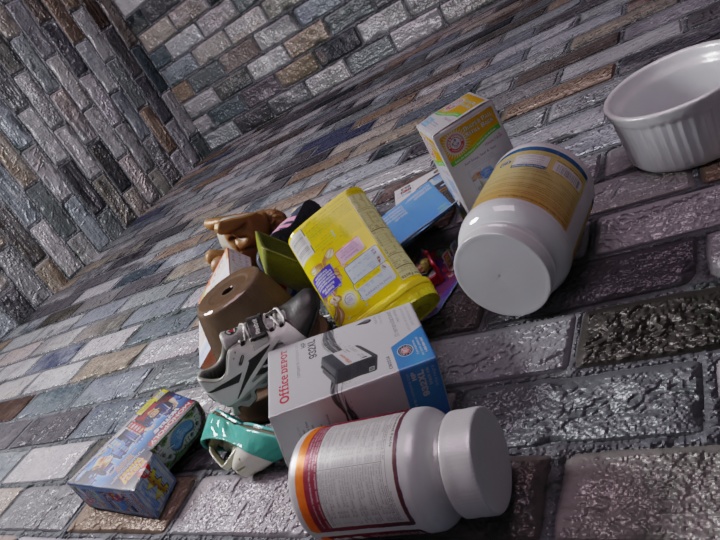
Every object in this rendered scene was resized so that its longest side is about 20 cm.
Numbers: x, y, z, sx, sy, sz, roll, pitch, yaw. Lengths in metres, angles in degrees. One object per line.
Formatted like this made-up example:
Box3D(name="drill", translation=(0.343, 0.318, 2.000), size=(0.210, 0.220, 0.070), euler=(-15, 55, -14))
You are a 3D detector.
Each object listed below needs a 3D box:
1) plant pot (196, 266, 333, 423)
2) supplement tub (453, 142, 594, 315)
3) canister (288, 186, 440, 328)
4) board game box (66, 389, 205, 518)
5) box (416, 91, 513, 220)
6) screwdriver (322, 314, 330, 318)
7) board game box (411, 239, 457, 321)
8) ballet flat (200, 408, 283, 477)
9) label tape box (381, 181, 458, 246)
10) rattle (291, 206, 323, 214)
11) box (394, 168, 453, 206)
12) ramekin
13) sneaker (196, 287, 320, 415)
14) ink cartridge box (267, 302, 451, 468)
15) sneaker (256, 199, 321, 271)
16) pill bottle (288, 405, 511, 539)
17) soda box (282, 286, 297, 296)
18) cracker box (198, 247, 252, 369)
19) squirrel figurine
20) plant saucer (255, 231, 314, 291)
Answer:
Box3D(name="plant pot", translation=(-0.152, 0.095, 0.953), size=(0.197, 0.177, 0.201), euler=(-26, 24, 13))
Box3D(name="supplement tub", translation=(0.210, -0.056, 0.807), size=(0.143, 0.146, 0.201), euler=(-11, 31, 41))
Box3D(name="canister", translation=(0.000, 0.000, 0.897), size=(0.147, 0.087, 0.202), euler=(-36, 66, 6))
Box3D(name="board game box", translation=(-0.319, 0.284, 0.949), size=(0.198, 0.062, 0.200), euler=(0, 40, 51))
Box3D(name="box", translation=(0.181, -0.154, 0.965), size=(0.100, 0.202, 0.113), euler=(-30, 23, 4))
Box3D(name="screwdriver", translation=(-0.119, 0.097, 1.096), size=(0.197, 0.028, 0.030), euler=(-10, 62, 42))
Box3D(name="board game box", translation=(0.082, 0.010, 0.980), size=(0.156, 0.039, 0.201), euler=(-7, 34, 46))
Box3D(name="ballet flat", translation=(-0.154, 0.236, 0.841), size=(0.198, 0.067, 0.072), euler=(-3, 61, 51))
Box3D(name="label tape box", translation=(0.070, -0.078, 1.045), size=(0.142, 0.067, 0.200), euler=(-37, -3, -8))
Box3D(name="rattle", translation=(-0.099, -0.066, 1.384), size=(0.127, 0.147, 0.199), euler=(-5, -2, -18))
Box3D(name="box", translation=(0.140, -0.154, 1.227), size=(0.197, 0.042, 0.120), euler=(-26, 24, 13))
Box3D(name="ramekin", translation=(0.453, -0.225, 0.879), size=(0.198, 0.099, 0.202), euler=(-28, 23, 13))
Box3D(name="sneaker", translation=(-0.135, 0.094, 0.827), size=(0.201, 0.088, 0.074), euler=(-50, 30, 2))
Box3D(name="ink cartridge box", translation=(-0.008, 0.133, 0.752), size=(0.196, 0.085, 0.146), euler=(-19, 24, 0))
Box3D(name="sneaker", translation=(-0.141, -0.051, 1.201), size=(0.082, 0.070, 0.201), euler=(-35, 11, 46))
Box3D(name="pill bottle", translation=(0.036, 0.192, 0.599), size=(0.197, 0.111, 0.110), euler=(-19, 26, 30))
Box3D(name="soda box", translation=(-0.123, 0.012, 1.208), size=(0.198, 0.071, 0.063), euler=(-36, 22, -4))
Box3D(name="cracker box", translation=(-0.244, 0.072, 1.150), size=(0.135, 0.057, 0.201), euler=(-56, 28, 23))
Box3D(name="squirrel figurine", translation=(-0.217, -0.023, 1.299), size=(0.196, 0.191, 0.141), euler=(-15, 12, -29))
Box3D(name="plant saucer", translation=(-0.089, 0.004, 1.057), size=(0.049, 0.196, 0.200), euler=(-66, 16, 5))
